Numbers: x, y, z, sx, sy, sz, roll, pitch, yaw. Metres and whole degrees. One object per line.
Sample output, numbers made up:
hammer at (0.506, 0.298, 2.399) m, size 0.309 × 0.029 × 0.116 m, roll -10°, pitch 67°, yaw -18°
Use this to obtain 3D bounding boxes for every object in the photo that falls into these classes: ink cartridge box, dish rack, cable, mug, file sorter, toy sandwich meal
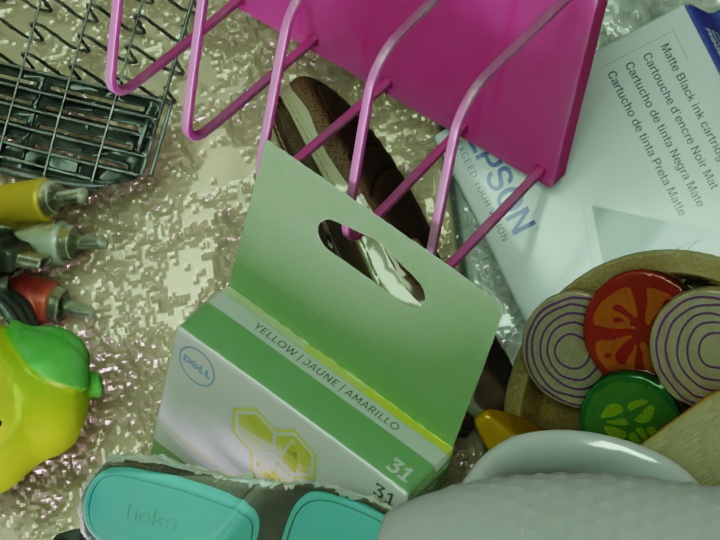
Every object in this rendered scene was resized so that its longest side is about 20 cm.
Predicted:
ink cartridge box at (0.165, -0.024, 1.331) m, size 0.199 × 0.041 × 0.200 m, roll -28°, pitch 74°, yaw 5°
dish rack at (-0.146, -0.142, 1.417) m, size 0.153 × 0.055 × 0.201 m, roll 14°, pitch 83°, yaw 16°
cable at (-0.223, -0.012, 1.419) m, size 0.199 × 0.050 × 0.098 m, roll 13°, pitch 114°, yaw 29°
mug at (0.093, 0.140, 1.135) m, size 0.174 × 0.148 × 0.200 m, roll 8°, pitch 39°, yaw 4°
file sorter at (-0.006, -0.108, 1.272) m, size 0.199 × 0.139 × 0.125 m, roll 31°, pitch 50°, yaw 18°
toy sandwich meal at (0.141, 0.091, 1.241) m, size 0.204 × 0.070 × 0.207 m, roll 5°, pitch 99°, yaw 31°
ink cartridge box at (-0.020, 0.055, 1.281) m, size 0.145 × 0.201 × 0.048 m, roll 35°, pitch 51°, yaw 17°

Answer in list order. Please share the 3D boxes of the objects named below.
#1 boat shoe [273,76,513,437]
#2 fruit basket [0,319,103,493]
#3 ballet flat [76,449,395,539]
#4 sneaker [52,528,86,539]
boat shoe at (-0.003, -0.001, 1.347) m, size 0.075 × 0.075 × 0.203 m, roll -37°, pitch 67°, yaw 17°
fruit basket at (-0.238, 0.082, 1.336) m, size 0.215 × 0.155 × 0.217 m, roll -1°, pitch 89°, yaw 33°
ballet flat at (-0.036, 0.129, 1.271) m, size 0.199 × 0.072 × 0.072 m, roll 18°, pitch 82°, yaw 18°
sneaker at (-0.149, 0.191, 1.339) m, size 0.199 × 0.071 × 0.099 m, roll -30°, pitch 72°, yaw -2°
